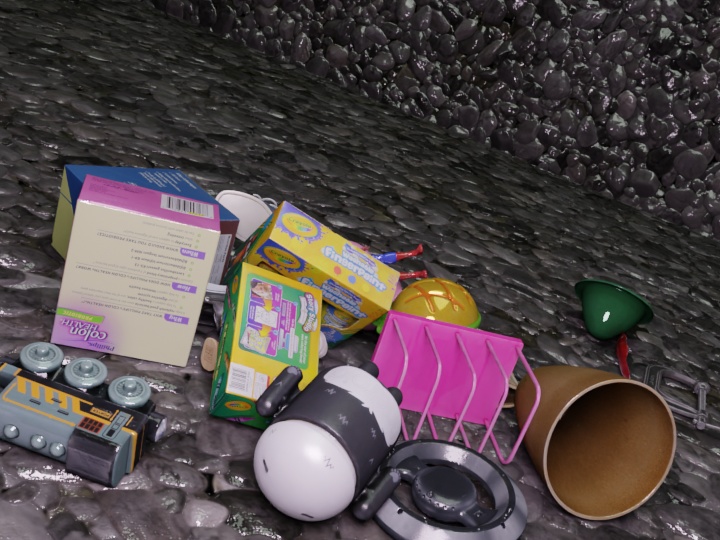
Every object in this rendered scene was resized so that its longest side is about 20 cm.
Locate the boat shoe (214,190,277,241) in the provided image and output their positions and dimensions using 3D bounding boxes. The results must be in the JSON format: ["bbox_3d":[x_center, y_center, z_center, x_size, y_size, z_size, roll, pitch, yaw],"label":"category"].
[{"bbox_3d":[-0.152,-0.077,1.424,0.199,0.075,0.062,23,12,-24],"label":"boat shoe"}]

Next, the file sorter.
[{"bbox_3d":[0.119,0.162,1.163,0.198,0.140,0.126,13,23,-14],"label":"file sorter"}]

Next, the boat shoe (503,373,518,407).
[{"bbox_3d":[0.156,0.166,1.277,0.199,0.072,0.065,6,26,-29],"label":"boat shoe"}]

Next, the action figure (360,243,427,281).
[{"bbox_3d":[0.000,0.000,1.336,0.198,0.066,0.052,-10,-6,0],"label":"action figure"}]

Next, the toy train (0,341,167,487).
[{"bbox_3d":[-0.309,0.150,0.921,0.199,0.086,0.114,20,31,4],"label":"toy train"}]

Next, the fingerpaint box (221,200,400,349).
[{"bbox_3d":[-0.073,0.014,1.246,0.199,0.167,0.074,32,52,-18],"label":"fingerpaint box"}]

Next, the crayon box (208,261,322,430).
[{"bbox_3d":[-0.115,0.097,1.097,0.118,0.058,0.201,21,47,-22],"label":"crayon box"}]

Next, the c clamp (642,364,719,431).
[{"bbox_3d":[0.584,0.229,1.555,0.170,0.027,0.200,18,22,10],"label":"c clamp"}]

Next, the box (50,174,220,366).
[{"bbox_3d":[-0.288,0.002,1.123,0.175,0.201,0.097,12,22,-16],"label":"box"}]

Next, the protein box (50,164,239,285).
[{"bbox_3d":[-0.328,-0.059,1.327,0.199,0.136,0.198,-3,30,-44],"label":"protein box"}]

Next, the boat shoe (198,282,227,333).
[{"bbox_3d":[-0.198,0.058,1.236,0.198,0.070,0.067,13,50,2],"label":"boat shoe"}]

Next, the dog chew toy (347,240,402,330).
[{"bbox_3d":[0.010,0.038,1.408,0.199,0.125,0.124,32,24,13],"label":"dog chew toy"}]

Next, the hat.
[{"bbox_3d":[0.466,0.130,1.701,0.165,0.177,0.200,23,-16,16],"label":"hat"}]

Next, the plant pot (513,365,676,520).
[{"bbox_3d":[0.292,0.205,1.184,0.185,0.188,0.200,13,9,-16],"label":"plant pot"}]

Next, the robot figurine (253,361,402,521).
[{"bbox_3d":[-0.033,0.186,0.968,0.149,0.126,0.200,15,34,25],"label":"robot figurine"}]

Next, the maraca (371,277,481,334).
[{"bbox_3d":[0.099,0.071,1.290,0.136,0.108,0.200,14,20,31],"label":"maraca"}]

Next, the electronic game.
[{"bbox_3d":[0.098,0.265,1.026,0.198,0.042,0.200,9,26,-4],"label":"electronic game"}]

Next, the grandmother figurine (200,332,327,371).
[{"bbox_3d":[-0.124,0.110,1.202,0.121,0.061,0.199,28,19,38],"label":"grandmother figurine"}]
